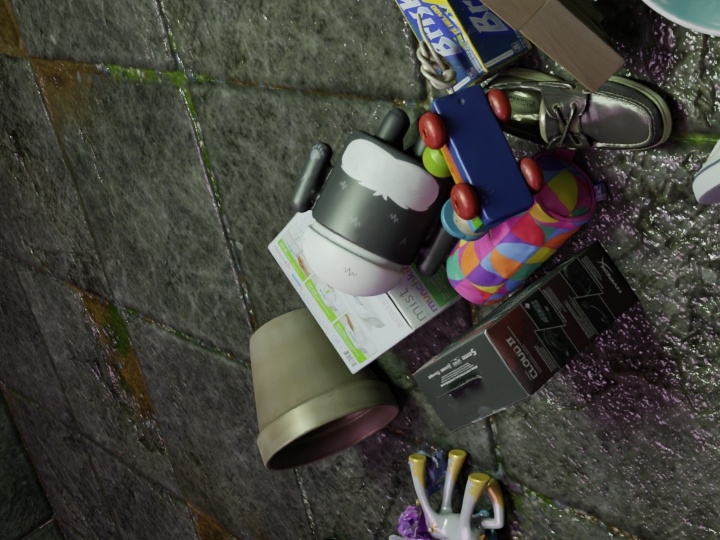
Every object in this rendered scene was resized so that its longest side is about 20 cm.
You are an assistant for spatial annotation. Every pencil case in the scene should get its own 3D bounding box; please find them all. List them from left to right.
[{"bbox_3d":[0.160,-0.040,1.050,0.089,0.088,0.200,52,144,9],"label":"pencil case"}]

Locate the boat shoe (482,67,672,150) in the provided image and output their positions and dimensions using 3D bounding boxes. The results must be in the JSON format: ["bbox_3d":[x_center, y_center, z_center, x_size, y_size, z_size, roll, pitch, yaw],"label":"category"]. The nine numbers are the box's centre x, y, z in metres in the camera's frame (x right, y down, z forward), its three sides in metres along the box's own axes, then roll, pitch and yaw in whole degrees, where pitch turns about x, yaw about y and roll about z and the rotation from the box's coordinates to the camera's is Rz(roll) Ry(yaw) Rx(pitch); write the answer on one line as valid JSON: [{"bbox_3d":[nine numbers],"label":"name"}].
[{"bbox_3d":[0.185,-0.139,0.949,0.199,0.065,0.074,17,130,46],"label":"boat shoe"}]

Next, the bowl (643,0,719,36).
[{"bbox_3d":[0.264,-0.267,0.682,0.199,0.105,0.202,19,133,22],"label":"bowl"}]

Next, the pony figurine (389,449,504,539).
[{"bbox_3d":[0.110,0.341,1.381,0.192,0.166,0.202,10,109,40],"label":"pony figurine"}]

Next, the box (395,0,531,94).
[{"bbox_3d":[0.075,-0.272,0.984,0.201,0.070,0.064,60,149,-1],"label":"box"}]

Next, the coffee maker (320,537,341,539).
[{"bbox_3d":[-0.066,0.580,1.744,0.133,0.193,0.201,7,129,17],"label":"coffee maker"}]

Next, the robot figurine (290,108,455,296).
[{"bbox_3d":[0.019,-0.070,1.117,0.150,0.124,0.201,32,99,41],"label":"robot figurine"}]

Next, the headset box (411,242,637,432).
[{"bbox_3d":[0.155,0.073,1.035,0.078,0.199,0.149,55,148,4],"label":"headset box"}]

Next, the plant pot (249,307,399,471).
[{"bbox_3d":[-0.068,0.153,1.433,0.175,0.198,0.200,66,150,21],"label":"plant pot"}]

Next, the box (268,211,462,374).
[{"bbox_3d":[0.000,0.000,1.277,0.201,0.096,0.176,55,146,6],"label":"box"}]

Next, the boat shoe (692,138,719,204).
[{"bbox_3d":[0.322,-0.120,0.796,0.200,0.070,0.070,129,133,-59],"label":"boat shoe"}]

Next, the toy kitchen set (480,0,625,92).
[{"bbox_3d":[0.179,-0.301,0.842,0.200,0.180,0.164,-44,35,24],"label":"toy kitchen set"}]

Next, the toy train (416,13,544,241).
[{"bbox_3d":[0.086,-0.128,0.978,0.116,0.084,0.202,124,124,-71],"label":"toy train"}]
